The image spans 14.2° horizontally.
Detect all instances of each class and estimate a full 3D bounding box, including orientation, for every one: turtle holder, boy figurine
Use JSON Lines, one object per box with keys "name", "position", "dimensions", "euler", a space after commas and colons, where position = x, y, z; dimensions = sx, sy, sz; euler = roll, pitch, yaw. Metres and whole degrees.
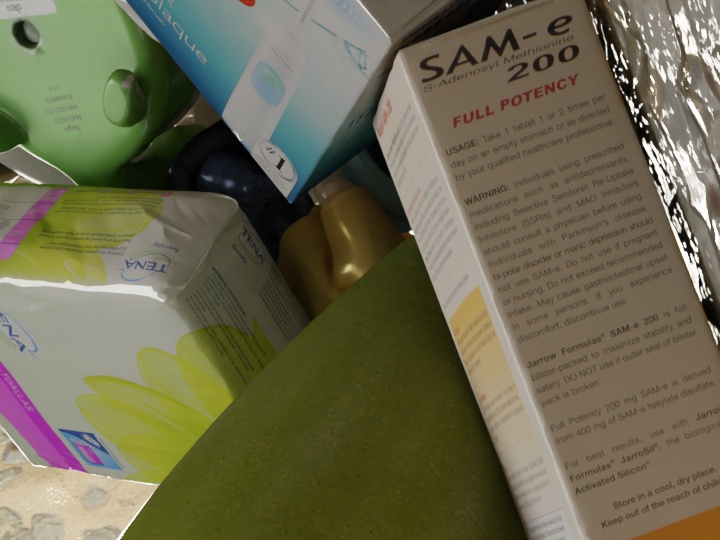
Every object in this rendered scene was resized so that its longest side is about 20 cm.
{"name": "turtle holder", "position": [-0.114, -0.116, 1.342], "dimensions": [0.186, 0.132, 0.141], "euler": [47, 136, -2]}
{"name": "boy figurine", "position": [0.000, 0.000, 1.306], "dimensions": [0.200, 0.064, 0.124], "euler": [30, 149, 30]}

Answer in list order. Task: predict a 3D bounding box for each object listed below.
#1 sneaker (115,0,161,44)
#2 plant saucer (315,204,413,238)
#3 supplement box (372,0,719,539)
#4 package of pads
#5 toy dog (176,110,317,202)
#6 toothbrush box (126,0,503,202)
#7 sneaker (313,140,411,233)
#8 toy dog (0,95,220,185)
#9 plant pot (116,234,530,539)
{"name": "sneaker", "position": [-0.061, -0.188, 1.276], "dimensions": [0.085, 0.073, 0.200], "euler": [56, -130, -63]}
{"name": "plant saucer", "position": [-0.050, 0.019, 1.488], "dimensions": [0.200, 0.200, 0.037], "euler": [89, -177, -67]}
{"name": "supplement box", "position": [0.075, 0.012, 1.054], "dimensions": [0.126, 0.073, 0.200], "euler": [120, 130, -81]}
{"name": "package of pads", "position": [-0.108, 0.030, 1.336], "dimensions": [0.200, 0.068, 0.155], "euler": [5, 138, 40]}
{"name": "toy dog", "position": [-0.035, -0.051, 1.603], "dimensions": [0.096, 0.132, 0.200], "euler": [27, 168, 16]}
{"name": "toothbrush box", "position": [-0.023, -0.130, 1.109], "dimensions": [0.146, 0.085, 0.200], "euler": [51, 160, 4]}
{"name": "sneaker", "position": [0.000, -0.113, 1.346], "dimensions": [0.082, 0.074, 0.200], "euler": [-10, 102, 63]}
{"name": "toy dog", "position": [-0.122, -0.074, 1.474], "dimensions": [0.200, 0.132, 0.096], "euler": [35, -127, -39]}
{"name": "plant pot", "position": [0.014, 0.090, 1.167], "dimensions": [0.187, 0.200, 0.187], "euler": [24, 159, 10]}
